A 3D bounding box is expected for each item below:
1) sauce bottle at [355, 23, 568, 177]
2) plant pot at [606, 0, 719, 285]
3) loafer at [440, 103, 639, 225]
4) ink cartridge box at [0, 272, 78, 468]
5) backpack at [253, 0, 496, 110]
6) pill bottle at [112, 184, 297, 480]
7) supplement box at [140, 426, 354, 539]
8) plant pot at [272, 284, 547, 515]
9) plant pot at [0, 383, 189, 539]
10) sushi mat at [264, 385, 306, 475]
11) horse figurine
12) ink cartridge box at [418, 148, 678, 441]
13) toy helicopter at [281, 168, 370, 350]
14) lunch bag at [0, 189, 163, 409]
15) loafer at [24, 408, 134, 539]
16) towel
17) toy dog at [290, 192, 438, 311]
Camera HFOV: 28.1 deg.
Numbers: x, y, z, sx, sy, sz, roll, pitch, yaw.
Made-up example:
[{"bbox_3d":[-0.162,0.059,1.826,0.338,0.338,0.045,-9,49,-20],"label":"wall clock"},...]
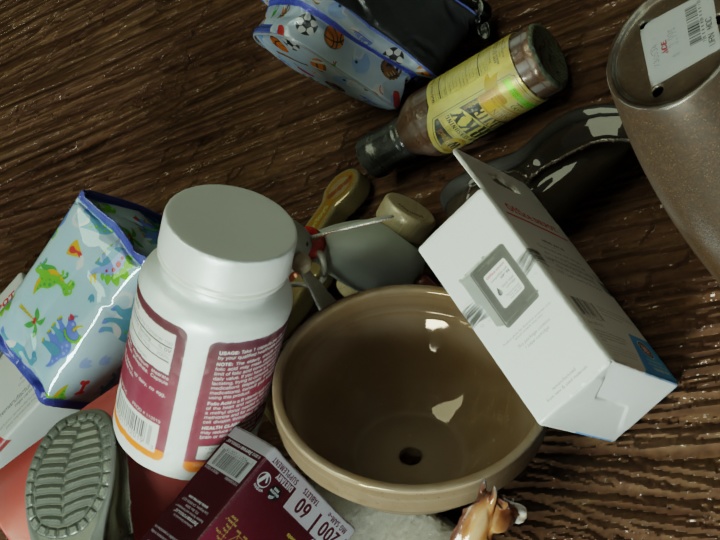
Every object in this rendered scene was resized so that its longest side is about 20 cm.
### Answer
[{"bbox_3d":[0.083,-0.138,1.233,0.200,0.065,0.065,-28,47,34],"label":"sauce bottle"},{"bbox_3d":[0.250,-0.094,0.912,0.187,0.200,0.188,-27,47,33],"label":"plant pot"},{"bbox_3d":[0.150,-0.062,1.112,0.200,0.073,0.072,-28,56,39],"label":"loafer"},{"bbox_3d":[-0.353,0.123,1.506,0.144,0.084,0.200,-45,39,17],"label":"ink cartridge box"},{"bbox_3d":[-0.009,-0.240,1.317,0.154,0.200,0.191,-53,26,4],"label":"backpack"},{"bbox_3d":[-0.113,0.045,1.056,0.114,0.114,0.201,-116,34,-47],"label":"pill bottle"},{"bbox_3d":[-0.108,0.225,1.025,0.200,0.109,0.061,-50,34,-15],"label":"supplement box"},{"bbox_3d":[0.038,0.111,1.055,0.200,0.093,0.201,-1,43,1],"label":"plant pot"},{"bbox_3d":[-0.180,0.184,1.209,0.177,0.200,0.200,-46,39,-2],"label":"plant pot"},{"bbox_3d":[-0.096,0.078,1.195,0.012,0.096,0.200,-26,45,-14],"label":"sushi mat"},{"bbox_3d":[0.062,0.236,0.944,0.200,0.132,0.050,-45,40,16],"label":"horse figurine"},{"bbox_3d":[0.120,0.017,1.002,0.067,0.116,0.200,-45,57,18],"label":"ink cartridge box"},{"bbox_3d":[-0.058,-0.009,1.306,0.200,0.079,0.132,-56,28,-16],"label":"toy helicopter"},{"bbox_3d":[-0.209,0.038,1.324,0.127,0.200,0.170,45,104,25],"label":"lunch bag"},{"bbox_3d":[-0.207,0.204,1.087,0.075,0.070,0.201,-8,64,14],"label":"loafer"},{"bbox_3d":[0.002,0.223,1.098,0.133,0.034,0.200,-58,37,-2],"label":"towel"},{"bbox_3d":[0.000,0.000,1.152,0.096,0.200,0.132,37,130,30],"label":"toy dog"}]
